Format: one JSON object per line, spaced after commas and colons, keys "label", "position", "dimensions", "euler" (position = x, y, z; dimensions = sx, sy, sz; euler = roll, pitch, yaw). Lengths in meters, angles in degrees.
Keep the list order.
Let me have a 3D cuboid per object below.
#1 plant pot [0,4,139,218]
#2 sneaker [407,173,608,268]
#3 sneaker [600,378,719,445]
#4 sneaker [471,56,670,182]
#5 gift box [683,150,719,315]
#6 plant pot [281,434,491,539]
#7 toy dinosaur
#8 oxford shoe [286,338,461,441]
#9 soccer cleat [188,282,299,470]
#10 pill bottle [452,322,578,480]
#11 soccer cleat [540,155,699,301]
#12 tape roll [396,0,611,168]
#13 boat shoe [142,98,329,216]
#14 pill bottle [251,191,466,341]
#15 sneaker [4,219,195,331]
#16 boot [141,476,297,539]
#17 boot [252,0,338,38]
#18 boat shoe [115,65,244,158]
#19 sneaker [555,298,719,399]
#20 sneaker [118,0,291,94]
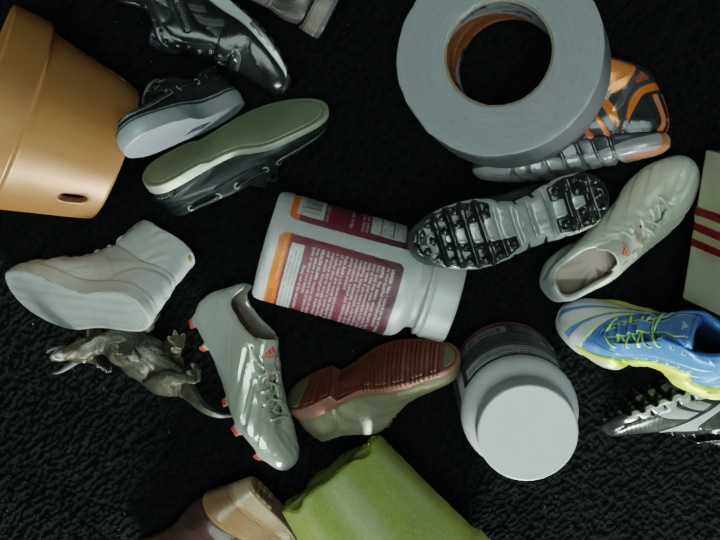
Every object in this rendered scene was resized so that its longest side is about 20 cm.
{"label": "plant pot", "position": [-0.304, -0.137, 1.212], "dimensions": [0.140, 0.200, 0.200], "euler": [20, 102, -21]}
{"label": "sneaker", "position": [0.139, -0.044, 1.235], "dimensions": [0.200, 0.090, 0.066], "euler": [-16, 90, -10]}
{"label": "sneaker", "position": [0.357, 0.153, 1.321], "dimensions": [0.200, 0.066, 0.091], "euler": [-20, 99, 2]}
{"label": "sneaker", "position": [0.205, -0.155, 1.261], "dimensions": [0.200, 0.078, 0.112], "euler": [-11, 84, 12]}
{"label": "gift box", "position": [0.450, -0.030, 1.205], "dimensions": [0.200, 0.187, 0.185], "euler": [-3, 105, -17]}
{"label": "plant pot", "position": [0.023, 0.280, 1.302], "dimensions": [0.200, 0.200, 0.184], "euler": [-37, 88, 8]}
{"label": "toy dinosaur", "position": [-0.218, 0.094, 1.312], "dimensions": [0.200, 0.102, 0.077], "euler": [24, 65, -17]}
{"label": "oxford shoe", "position": [0.023, 0.127, 1.311], "dimensions": [0.200, 0.071, 0.074], "euler": [-17, 124, 26]}
{"label": "soccer cleat", "position": [-0.107, 0.109, 1.291], "dimensions": [0.078, 0.069, 0.200], "euler": [-31, 80, 22]}
{"label": "pill bottle", "position": [0.154, 0.130, 1.249], "dimensions": [0.116, 0.200, 0.116], "euler": [0, 103, 1]}
{"label": "soccer cleat", "position": [0.268, -0.037, 1.267], "dimensions": [0.200, 0.078, 0.069], "euler": [-42, 98, 7]}
{"label": "tape roll", "position": [0.139, -0.202, 1.211], "dimensions": [0.200, 0.066, 0.200], "euler": [-2, 84, 15]}
{"label": "boat shoe", "position": [-0.117, -0.109, 1.271], "dimensions": [0.199, 0.075, 0.066], "euler": [-26, 129, -3]}
{"label": "pill bottle", "position": [0.000, 0.000, 1.267], "dimensions": [0.200, 0.114, 0.114], "euler": [16, 102, -3]}
{"label": "sneaker", "position": [-0.263, 0.001, 1.295], "dimensions": [0.200, 0.116, 0.074], "euler": [8, 134, 30]}
{"label": "boot", "position": [-0.125, 0.329, 1.375], "dimensions": [0.166, 0.072, 0.200], "euler": [-36, 101, 20]}
{"label": "boot", "position": [-0.084, -0.332, 1.191], "dimensions": [0.174, 0.069, 0.200], "euler": [24, 81, -10]}
{"label": "boat shoe", "position": [-0.181, -0.156, 1.200], "dimensions": [0.069, 0.200, 0.057], "euler": [-34, 91, 26]}
{"label": "sneaker", "position": [0.297, 0.059, 1.263], "dimensions": [0.200, 0.105, 0.076], "euler": [18, 62, 14]}
{"label": "sneaker", "position": [-0.159, -0.232, 1.232], "dimensions": [0.200, 0.076, 0.088], "euler": [45, 81, 0]}
